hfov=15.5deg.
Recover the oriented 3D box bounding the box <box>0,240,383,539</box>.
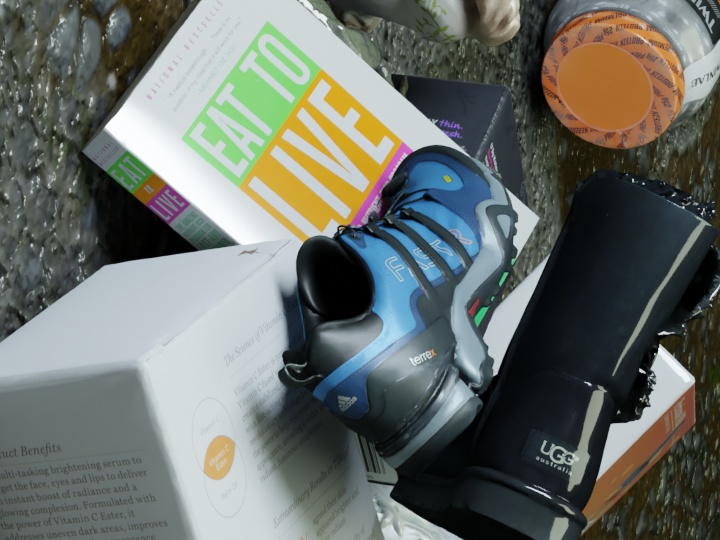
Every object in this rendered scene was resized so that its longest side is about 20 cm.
[{"bbox_3d":[-0.077,0.109,1.172,0.152,0.106,0.201,-40,118,-58],"label":"box"}]

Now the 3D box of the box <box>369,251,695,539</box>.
[{"bbox_3d":[0.081,0.106,1.471,0.200,0.106,0.152,-44,166,-3],"label":"box"}]

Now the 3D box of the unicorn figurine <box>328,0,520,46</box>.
[{"bbox_3d":[0.009,-0.162,1.364,0.074,0.200,0.138,-35,133,-14],"label":"unicorn figurine"}]

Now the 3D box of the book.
[{"bbox_3d":[-0.022,-0.038,1.263,0.200,0.048,0.134,40,50,-10],"label":"book"}]

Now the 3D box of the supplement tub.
[{"bbox_3d":[0.201,-0.174,1.820,0.200,0.122,0.123,-56,145,-49],"label":"supplement tub"}]

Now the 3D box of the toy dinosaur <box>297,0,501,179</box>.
[{"bbox_3d":[-0.010,-0.107,1.346,0.047,0.200,0.088,-45,180,-4],"label":"toy dinosaur"}]

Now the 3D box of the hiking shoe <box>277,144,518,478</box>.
[{"bbox_3d":[0.016,-0.003,1.169,0.087,0.074,0.200,35,31,-19],"label":"hiking shoe"}]

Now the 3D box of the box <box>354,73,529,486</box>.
[{"bbox_3d":[0.000,0.000,1.379,0.106,0.122,0.200,77,30,-44],"label":"box"}]

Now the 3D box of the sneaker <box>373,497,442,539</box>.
[{"bbox_3d":[-0.006,0.137,1.330,0.200,0.080,0.070,49,12,-13],"label":"sneaker"}]

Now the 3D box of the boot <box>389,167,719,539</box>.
[{"bbox_3d":[0.090,0.044,1.175,0.169,0.076,0.200,-62,-176,-10],"label":"boot"}]
